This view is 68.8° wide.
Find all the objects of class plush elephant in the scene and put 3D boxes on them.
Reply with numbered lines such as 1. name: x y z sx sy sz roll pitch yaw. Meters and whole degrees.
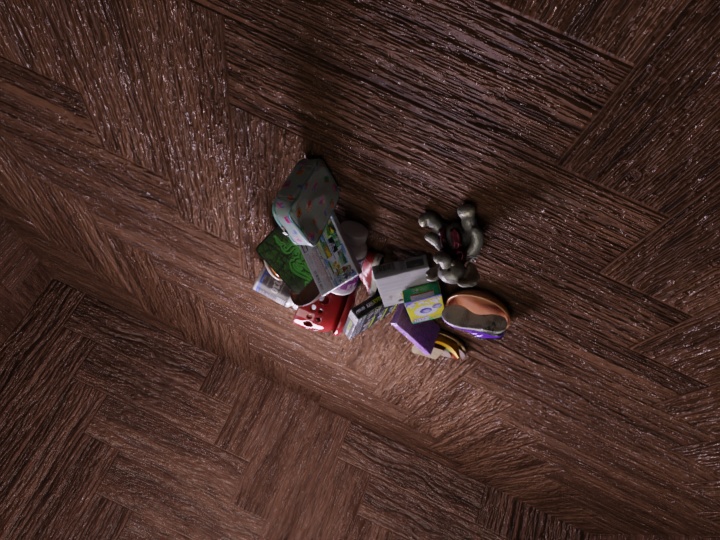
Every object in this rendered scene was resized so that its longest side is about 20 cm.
1. plush elephant: 0.225 -0.041 1.297 0.163 0.156 0.200 -1 142 41

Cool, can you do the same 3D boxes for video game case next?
1. video game case: -0.094 -0.050 1.470 0.181 0.022 0.203 -31 82 46

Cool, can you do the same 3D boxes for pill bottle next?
1. pill bottle: -0.289 0.065 1.958 0.198 0.115 0.114 28 153 -6
2. pill bottle: -0.043 -0.038 1.520 0.111 0.113 0.202 22 125 6

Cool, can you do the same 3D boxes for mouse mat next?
1. mouse mat: -0.213 -0.046 1.644 0.200 0.161 0.008 47 -167 -3

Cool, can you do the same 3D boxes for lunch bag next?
1. lunch bag: -0.135 -0.167 1.334 0.076 0.202 0.161 9 151 30

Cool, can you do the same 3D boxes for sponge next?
1. sponge: 0.188 0.185 1.766 0.030 0.113 0.200 -10 136 46

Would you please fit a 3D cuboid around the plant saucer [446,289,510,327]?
1. plant saucer: 0.358 0.117 1.589 0.197 0.038 0.201 21 152 12

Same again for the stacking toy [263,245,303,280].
1. stacking toy: -0.201 -0.057 1.690 0.197 0.148 0.146 -14 136 29

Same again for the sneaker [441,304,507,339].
1. sneaker: 0.339 0.167 1.577 0.197 0.070 0.100 14 153 23

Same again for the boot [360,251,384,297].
1. boot: 0.000 0.000 1.656 0.142 0.073 0.202 18 144 15

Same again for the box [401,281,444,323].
1. box: 0.199 0.107 1.622 0.115 0.049 0.200 -15 153 8

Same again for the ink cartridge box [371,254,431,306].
1. ink cartridge box: 0.127 0.033 1.558 0.160 0.058 0.200 -13 156 5

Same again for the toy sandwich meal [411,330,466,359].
1. toy sandwich meal: 0.281 0.281 1.898 0.202 0.071 0.206 20 152 11

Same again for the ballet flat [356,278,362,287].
1. ballet flat: -0.083 0.012 1.742 0.197 0.074 0.073 16 151 18

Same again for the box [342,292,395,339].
1. box: 0.042 0.132 1.724 0.048 0.192 0.201 51 157 15

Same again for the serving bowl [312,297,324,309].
1. serving bowl: -0.107 0.177 2.052 0.197 0.066 0.201 21 152 11

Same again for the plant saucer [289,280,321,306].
1. plant saucer: -0.151 0.026 1.687 0.032 0.203 0.198 31 154 -35

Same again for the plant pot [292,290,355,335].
1. plant pot: -0.123 0.120 1.828 0.180 0.203 0.201 22 153 -6
